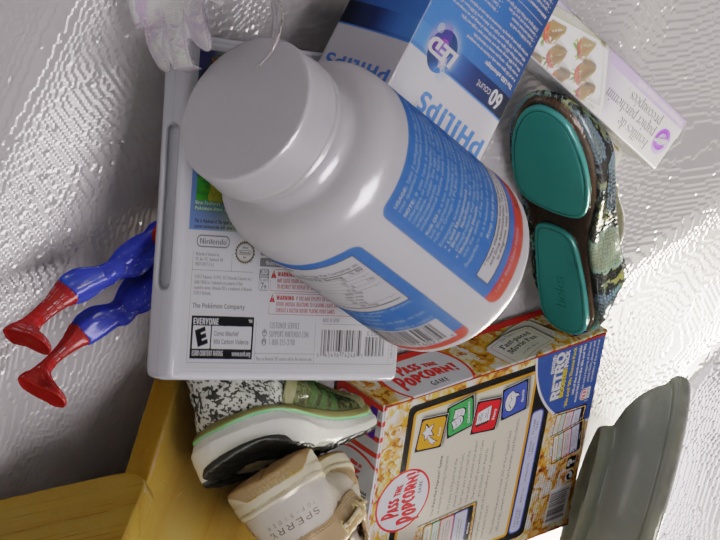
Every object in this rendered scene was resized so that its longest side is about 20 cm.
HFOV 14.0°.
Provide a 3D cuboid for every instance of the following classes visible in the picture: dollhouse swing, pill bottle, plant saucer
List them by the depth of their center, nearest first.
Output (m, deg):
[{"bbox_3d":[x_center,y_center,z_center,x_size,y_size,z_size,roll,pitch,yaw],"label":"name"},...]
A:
[{"bbox_3d":[-0.004,-0.043,1.561,0.112,0.112,0.200,-55,138,-3],"label":"pill bottle"},{"bbox_3d":[-0.155,0.169,1.687,0.181,0.176,0.200,-13,138,11],"label":"dollhouse swing"},{"bbox_3d":[0.168,0.161,1.962,0.200,0.050,0.201,18,90,-90],"label":"plant saucer"}]

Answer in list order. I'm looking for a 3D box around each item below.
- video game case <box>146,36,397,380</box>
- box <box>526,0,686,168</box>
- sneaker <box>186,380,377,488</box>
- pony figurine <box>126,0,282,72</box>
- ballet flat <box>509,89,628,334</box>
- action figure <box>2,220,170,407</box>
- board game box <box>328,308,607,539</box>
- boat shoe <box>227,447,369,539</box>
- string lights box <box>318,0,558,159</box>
[{"bbox_3d":[-0.041,-0.031,1.623,0.200,0.022,0.183,3,91,-52],"label":"video game case"},{"bbox_3d":[0.135,-0.123,1.794,0.039,0.041,0.200,-56,141,-1],"label":"box"},{"bbox_3d":[-0.050,0.068,1.693,0.077,0.089,0.200,-24,173,14],"label":"sneaker"},{"bbox_3d":[-0.064,-0.207,1.463,0.199,0.166,0.194,-27,100,-28],"label":"pony figurine"},{"bbox_3d":[0.135,-0.050,1.828,0.074,0.074,0.201,-35,143,-25],"label":"ballet flat"},{"bbox_3d":[-0.108,-0.007,1.596,0.200,0.052,0.066,-47,139,-32],"label":"action figure"},{"bbox_3d":[0.063,0.117,1.873,0.199,0.046,0.152,-16,126,-40],"label":"board game box"},{"bbox_3d":[-0.029,0.147,1.668,0.074,0.069,0.200,-31,172,5],"label":"boat shoe"},{"bbox_3d":[0.063,-0.170,1.644,0.103,0.059,0.201,38,76,-49],"label":"string lights box"}]
